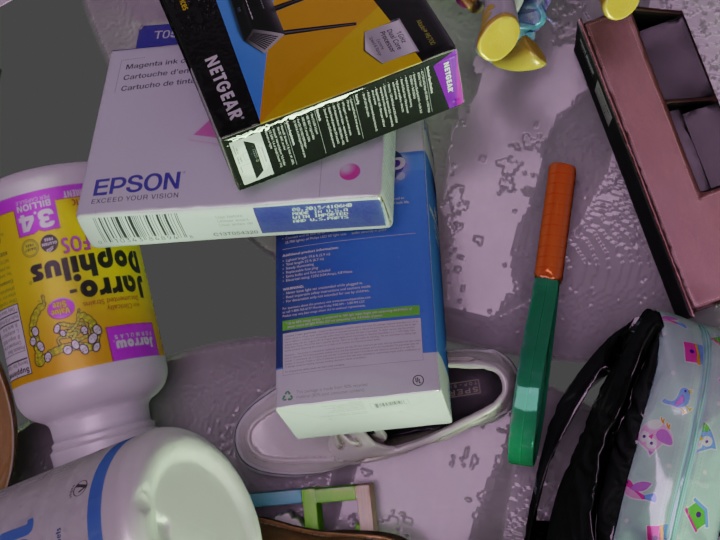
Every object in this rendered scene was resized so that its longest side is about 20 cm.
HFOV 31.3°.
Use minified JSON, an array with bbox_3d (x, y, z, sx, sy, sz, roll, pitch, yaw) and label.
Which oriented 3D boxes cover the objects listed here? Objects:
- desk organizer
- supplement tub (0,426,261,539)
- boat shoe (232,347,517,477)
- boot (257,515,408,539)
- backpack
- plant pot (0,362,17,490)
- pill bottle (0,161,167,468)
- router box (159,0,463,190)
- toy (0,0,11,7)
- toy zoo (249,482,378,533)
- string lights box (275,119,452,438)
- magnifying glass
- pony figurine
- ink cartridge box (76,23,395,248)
[{"bbox_3d":[0.209,-0.075,0.825,0.077,0.072,0.200,-20,83,5],"label":"desk organizer"},{"bbox_3d":[-0.172,0.185,0.789,0.200,0.132,0.132,-24,81,25],"label":"supplement tub"},{"bbox_3d":[0.007,0.095,0.849,0.200,0.066,0.072,-10,84,9],"label":"boat shoe"},{"bbox_3d":[-0.063,0.200,0.827,0.200,0.075,0.074,-5,89,13],"label":"boot"},{"bbox_3d":[0.184,0.127,0.782,0.126,0.167,0.200,19,86,-5],"label":"backpack"},{"bbox_3d":[-0.316,0.098,0.899,0.200,0.027,0.200,5,103,23],"label":"plant pot"},{"bbox_3d":[-0.191,0.035,0.869,0.104,0.104,0.200,-15,84,8],"label":"pill bottle"},{"bbox_3d":[-0.041,-0.156,0.812,0.149,0.051,0.200,-22,51,-5],"label":"router box"},{"bbox_3d":[-0.321,-0.211,0.941,0.200,0.047,0.115,-31,78,3],"label":"toy"},{"bbox_3d":[-0.083,0.219,0.878,0.200,0.020,0.131,-7,84,9],"label":"toy zoo"},{"bbox_3d":[0.000,0.000,0.826,0.103,0.059,0.200,-6,62,9],"label":"string lights box"},{"bbox_3d":[0.118,0.027,0.838,0.022,0.080,0.200,9,77,13],"label":"magnifying glass"},{"bbox_3d":[0.109,-0.217,0.800,0.166,0.200,0.193,38,100,-31],"label":"pony figurine"},{"bbox_3d":[-0.075,-0.110,0.845,0.196,0.043,0.200,-4,56,10],"label":"ink cartridge box"}]
